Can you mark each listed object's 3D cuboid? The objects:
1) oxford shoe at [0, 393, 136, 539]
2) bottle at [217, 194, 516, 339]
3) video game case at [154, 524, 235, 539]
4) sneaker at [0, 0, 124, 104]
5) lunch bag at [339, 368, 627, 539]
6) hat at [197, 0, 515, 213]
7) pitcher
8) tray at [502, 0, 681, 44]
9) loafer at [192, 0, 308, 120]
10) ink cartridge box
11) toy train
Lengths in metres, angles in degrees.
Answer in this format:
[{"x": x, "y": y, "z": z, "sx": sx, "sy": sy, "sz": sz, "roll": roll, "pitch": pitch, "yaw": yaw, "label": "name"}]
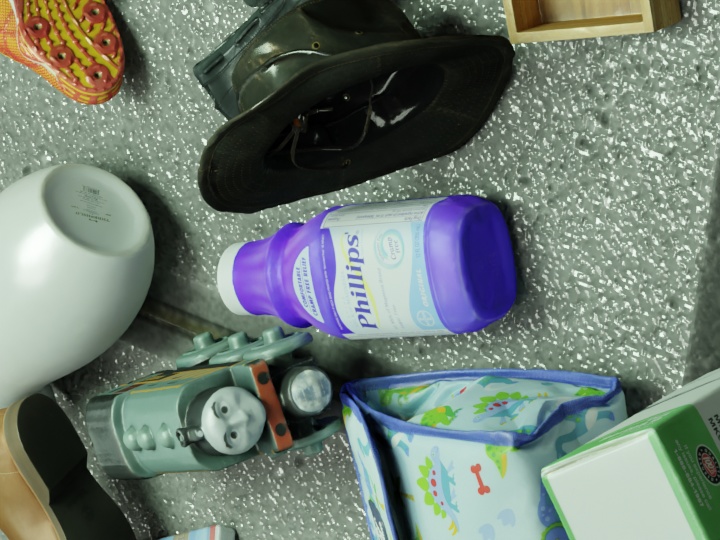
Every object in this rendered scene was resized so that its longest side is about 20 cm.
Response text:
[{"x": -0.202, "y": 0.181, "z": 1.868, "sx": 0.071, "sy": 0.071, "sz": 0.201, "roll": -20, "pitch": 97, "yaw": 34, "label": "oxford shoe"}, {"x": 0.000, "y": 0.000, "z": 1.712, "sx": 0.199, "sy": 0.065, "sz": 0.084, "roll": -3, "pitch": 102, "yaw": 38, "label": "bottle"}, {"x": -0.165, "y": 0.261, "z": 1.913, "sx": 0.199, "sy": 0.017, "sz": 0.144, "roll": -17, "pitch": 61, "yaw": 40, "label": "video game case"}, {"x": -0.226, "y": -0.174, "z": 1.839, "sx": 0.200, "sy": 0.073, "sz": 0.077, "roll": 44, "pitch": 149, "yaw": 22, "label": "sneaker"}, {"x": 0.071, "y": 0.152, "z": 1.681, "sx": 0.200, "sy": 0.127, "sz": 0.171, "roll": 5, "pitch": 111, "yaw": 50, "label": "lunch bag"}, {"x": -0.013, "y": -0.113, "z": 1.618, "sx": 0.201, "sy": 0.200, "sz": 0.081, "roll": -42, "pitch": 62, "yaw": 39, "label": "hat"}, {"x": -0.239, "y": 0.017, "z": 1.841, "sx": 0.200, "sy": 0.171, "sz": 0.122, "roll": -52, "pitch": 39, "yaw": 39, "label": "pitcher"}, {"x": 0.116, "y": -0.232, "z": 1.563, "sx": 0.098, "sy": 0.037, "sz": 0.201, "roll": -2, "pitch": 105, "yaw": 38, "label": "tray"}, {"x": -0.043, "y": -0.167, "z": 1.683, "sx": 0.070, "sy": 0.068, "sz": 0.201, "roll": 38, "pitch": 130, "yaw": 3, "label": "loafer"}, {"x": 0.205, "y": 0.133, "z": 1.514, "sx": 0.084, "sy": 0.200, "sz": 0.147, "roll": -27, "pitch": 88, "yaw": 37, "label": "ink cartridge box"}, {"x": -0.094, "y": 0.090, "z": 1.762, "sx": 0.200, "sy": 0.114, "sz": 0.086, "roll": -7, "pitch": 104, "yaw": 62, "label": "toy train"}]
